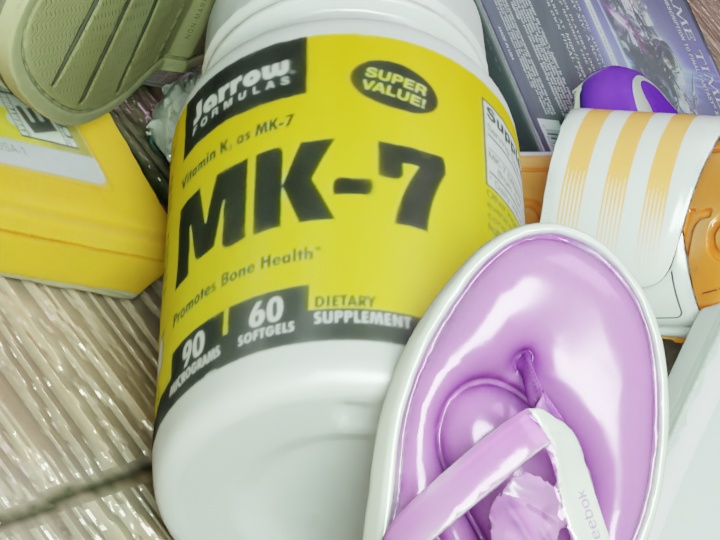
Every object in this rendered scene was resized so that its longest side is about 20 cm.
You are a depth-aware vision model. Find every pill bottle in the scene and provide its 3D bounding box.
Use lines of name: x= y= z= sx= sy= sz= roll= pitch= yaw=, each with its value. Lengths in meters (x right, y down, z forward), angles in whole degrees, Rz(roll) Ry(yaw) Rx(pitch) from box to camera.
pill bottle: x=-0.005 y=-0.006 z=0.787 sx=0.114 sy=0.114 sz=0.200 roll=34 pitch=37 yaw=-32

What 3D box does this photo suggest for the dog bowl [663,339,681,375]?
dog bowl: x=0.130 y=0.102 z=0.965 sx=0.200 sy=0.074 sz=0.200 roll=41 pitch=22 yaw=-21

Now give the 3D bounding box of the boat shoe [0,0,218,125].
boat shoe: x=-0.090 y=-0.099 z=0.820 sx=0.068 sy=0.075 sz=0.200 roll=33 pitch=16 yaw=10

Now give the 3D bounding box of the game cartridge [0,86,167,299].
game cartridge: x=-0.159 y=-0.078 z=0.774 sx=0.200 sy=0.032 sz=0.176 roll=15 pitch=39 yaw=-57

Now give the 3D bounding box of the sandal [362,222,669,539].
sandal: x=0.036 y=0.086 z=0.661 sx=0.082 sy=0.203 sz=0.050 roll=21 pitch=-8 yaw=-15

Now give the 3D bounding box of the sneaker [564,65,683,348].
sneaker: x=0.159 y=-0.005 z=0.943 sx=0.070 sy=0.099 sz=0.200 roll=-4 pitch=62 yaw=-58

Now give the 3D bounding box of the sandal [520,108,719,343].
sandal: x=0.070 y=-0.019 z=0.906 sx=0.059 sy=0.206 sz=0.079 roll=36 pitch=58 yaw=-54

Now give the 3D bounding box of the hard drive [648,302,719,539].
hard drive: x=0.127 y=0.127 z=0.832 sx=0.132 sy=0.026 sz=0.200 roll=41 pitch=58 yaw=-18

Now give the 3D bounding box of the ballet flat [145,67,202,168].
ballet flat: x=0.000 y=0.000 z=0.902 sx=0.200 sy=0.072 sz=0.072 roll=51 pitch=22 yaw=6

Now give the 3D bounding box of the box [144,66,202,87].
box: x=-0.099 y=-0.134 z=0.983 sx=0.144 sy=0.036 sz=0.200 roll=56 pitch=21 yaw=19

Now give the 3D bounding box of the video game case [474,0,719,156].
video game case: x=0.102 y=-0.083 z=1.051 sx=0.200 sy=0.019 sz=0.143 roll=2 pitch=62 yaw=-57
